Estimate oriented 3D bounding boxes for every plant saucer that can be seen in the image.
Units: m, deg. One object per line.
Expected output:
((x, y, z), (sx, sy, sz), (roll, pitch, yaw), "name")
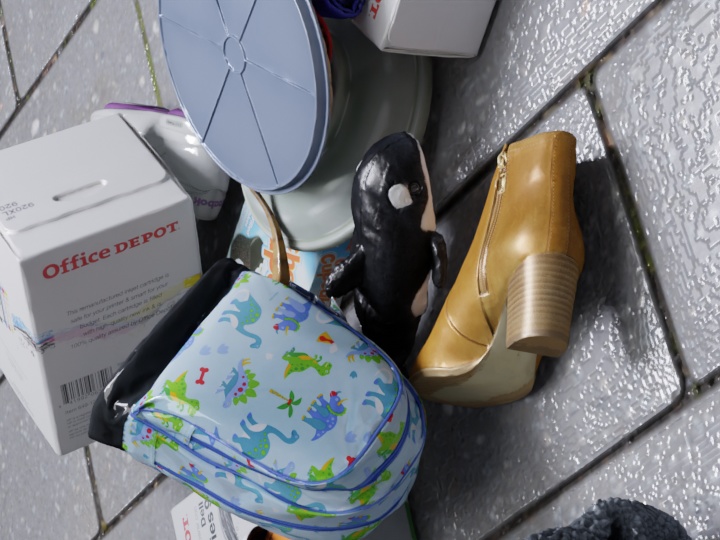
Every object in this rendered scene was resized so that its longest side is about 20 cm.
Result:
((-0.034, -0.116, 1.482), (0.199, 0.050, 0.202), (-19, 64, 43), "plant saucer")

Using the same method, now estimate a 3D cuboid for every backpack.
((-0.052, 0.093, 1.352), (0.200, 0.163, 0.154), (40, 151, 5), "backpack")

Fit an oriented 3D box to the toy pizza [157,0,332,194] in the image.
((-0.075, -0.151, 1.411), (0.200, 0.032, 0.202), (32, 132, 44), "toy pizza")

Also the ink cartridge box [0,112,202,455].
((-0.216, 0.008, 1.638), (0.145, 0.146, 0.201), (47, 149, 44), "ink cartridge box")

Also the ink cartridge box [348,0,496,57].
((0.023, -0.254, 1.412), (0.200, 0.083, 0.146), (48, 127, 47), "ink cartridge box")

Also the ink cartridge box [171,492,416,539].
((-0.048, 0.206, 1.492), (0.200, 0.083, 0.147), (-39, 57, 48), "ink cartridge box")

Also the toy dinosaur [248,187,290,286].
((-0.057, 0.040, 1.472), (0.060, 0.106, 0.202), (-1, 70, 19), "toy dinosaur")

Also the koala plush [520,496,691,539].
((0.168, 0.242, 1.131), (0.200, 0.183, 0.178), (39, 131, 26), "koala plush")

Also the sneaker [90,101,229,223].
((-0.171, -0.087, 1.704), (0.199, 0.074, 0.101), (13, 98, 56), "sneaker")

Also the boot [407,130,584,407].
((0.091, 0.000, 1.327), (0.201, 0.070, 0.145), (140, 139, -61), "boot")

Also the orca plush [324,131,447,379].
((0.000, 0.000, 1.391), (0.106, 0.071, 0.201), (59, 152, 30), "orca plush")

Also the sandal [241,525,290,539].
((-0.083, 0.248, 1.417), (0.079, 0.059, 0.208), (56, 133, 37), "sandal")

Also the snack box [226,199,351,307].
((-0.061, 0.012, 1.566), (0.116, 0.037, 0.202), (46, 125, 45), "snack box")

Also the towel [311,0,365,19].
((-0.059, -0.253, 1.417), (0.199, 0.049, 0.149), (17, 103, 57), "towel")
